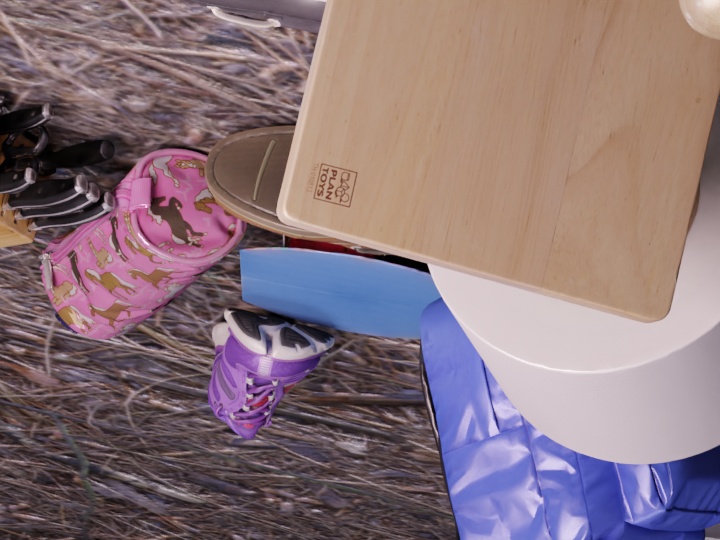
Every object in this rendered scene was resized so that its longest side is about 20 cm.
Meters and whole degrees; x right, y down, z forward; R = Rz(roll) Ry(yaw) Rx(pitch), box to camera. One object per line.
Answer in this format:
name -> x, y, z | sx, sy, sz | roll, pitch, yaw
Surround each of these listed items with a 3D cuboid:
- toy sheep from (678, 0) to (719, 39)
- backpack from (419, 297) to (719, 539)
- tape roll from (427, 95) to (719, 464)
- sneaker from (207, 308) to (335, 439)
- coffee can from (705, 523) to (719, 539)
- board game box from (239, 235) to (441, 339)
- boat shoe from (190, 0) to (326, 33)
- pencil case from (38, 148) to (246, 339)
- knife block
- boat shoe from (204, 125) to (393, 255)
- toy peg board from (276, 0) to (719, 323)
toy sheep -> 0.238, -0.142, 1.191 | 0.199, 0.139, 0.138 | -9, 152, 21
backpack -> 0.138, 0.089, 1.667 | 0.167, 0.201, 0.162 | -26, 160, 25
tape roll -> 0.146, -0.011, 1.461 | 0.201, 0.204, 0.139 | 3, 157, 19
sneaker -> -0.069, 0.077, 1.896 | 0.080, 0.084, 0.200 | 13, 170, -6
coffee can -> 0.187, 0.112, 1.816 | 0.199, 0.147, 0.147 | 6, 158, 14
board game box -> 0.000, 0.000, 1.781 | 0.157, 0.039, 0.200 | 10, 166, 1
boat shoe -> -0.062, -0.162, 1.374 | 0.199, 0.074, 0.060 | 5, 154, -6
pencil case -> -0.146, -0.016, 1.754 | 0.086, 0.083, 0.200 | -28, 177, -30
knife block -> -0.240, -0.051, 1.727 | 0.174, 0.064, 0.200 | 14, 158, 1
boat shoe -> 0.003, -0.038, 1.636 | 0.199, 0.072, 0.068 | 9, 157, 6
toy peg board -> 0.069, -0.092, 1.330 | 0.198, 0.201, 0.098 | 15, 173, -9
